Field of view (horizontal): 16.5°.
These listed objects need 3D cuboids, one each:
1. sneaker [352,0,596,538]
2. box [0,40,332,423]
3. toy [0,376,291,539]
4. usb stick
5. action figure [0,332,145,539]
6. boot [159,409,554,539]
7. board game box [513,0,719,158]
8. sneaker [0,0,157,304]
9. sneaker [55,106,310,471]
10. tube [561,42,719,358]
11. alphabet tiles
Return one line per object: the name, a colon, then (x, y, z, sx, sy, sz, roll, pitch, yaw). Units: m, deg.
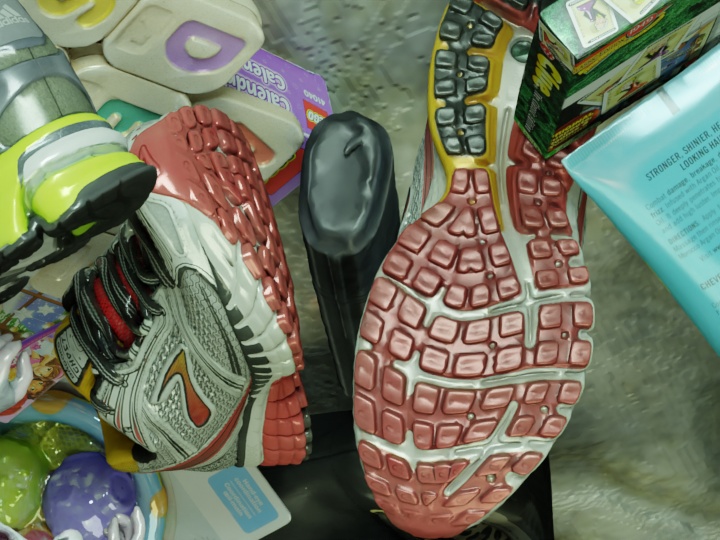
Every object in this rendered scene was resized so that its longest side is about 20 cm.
sneaker: (0.047, -0.002, 0.859, 0.077, 0.201, 0.082, 14, 160, 4)
box: (-0.124, -0.025, 0.900, 0.137, 0.039, 0.200, 22, 132, -40)
toy: (-0.141, 0.107, 1.020, 0.200, 0.047, 0.115, -30, 102, 30)
usb stick: (0.000, 0.000, 0.922, 0.032, 0.056, 0.200, 3, 161, 4)
action figure: (-0.155, 0.101, 0.846, 0.149, 0.200, 0.134, -45, 128, -16)
boot: (0.004, 0.102, 1.088, 0.150, 0.074, 0.200, -10, 164, 13)
board game box: (0.140, -0.109, 0.795, 0.200, 0.024, 0.105, -32, 166, -8)
sneaker: (-0.139, -0.026, 0.782, 0.074, 0.081, 0.200, -20, 175, -44)
sneaker: (-0.064, 0.020, 0.846, 0.082, 0.078, 0.200, -12, 149, -6)
tube: (0.149, 0.014, 0.854, 0.077, 0.050, 0.200, -39, 117, -6)
alphabet tiles: (-0.126, -0.039, 0.833, 0.195, 0.015, 0.200, 19, 134, -37)
